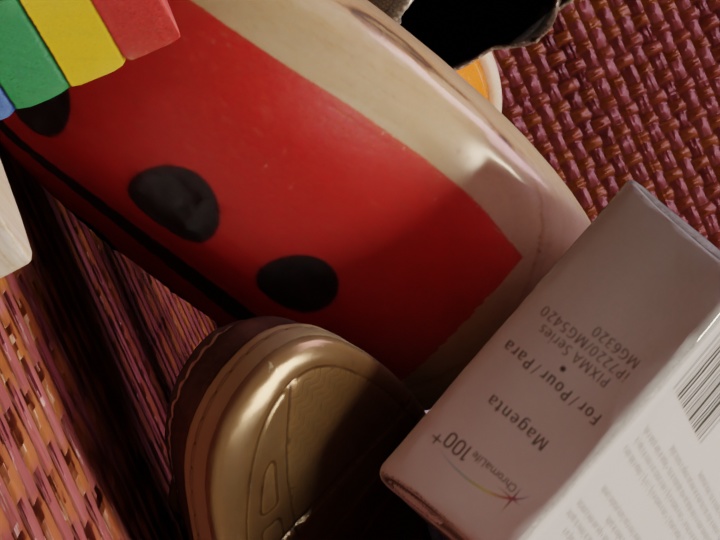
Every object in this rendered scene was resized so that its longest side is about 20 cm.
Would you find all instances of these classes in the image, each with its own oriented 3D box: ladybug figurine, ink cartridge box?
[{"bbox_3d":[-0.027,-0.030,0.735,0.200,0.072,0.136,37,-15,-15],"label":"ladybug figurine"},{"bbox_3d":[0.042,0.083,0.749,0.044,0.174,0.200,40,-4,21],"label":"ink cartridge box"}]

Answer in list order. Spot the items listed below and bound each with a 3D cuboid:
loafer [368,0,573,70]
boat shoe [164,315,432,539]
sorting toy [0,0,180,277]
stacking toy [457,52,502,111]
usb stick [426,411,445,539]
[{"bbox_3d":[0.025,-0.083,0.821,0.071,0.073,0.200,45,25,17],"label":"loafer"},{"bbox_3d":[-0.022,0.062,0.744,0.072,0.072,0.200,32,-13,26],"label":"boat shoe"},{"bbox_3d":[-0.106,-0.131,0.543,0.200,0.069,0.199,62,4,-59],"label":"sorting toy"},{"bbox_3d":[-0.020,-0.016,1.143,0.201,0.145,0.146,-83,155,-46],"label":"stacking toy"},{"bbox_3d":[0.000,0.000,0.868,0.055,0.033,0.201,5,71,-47],"label":"usb stick"}]
